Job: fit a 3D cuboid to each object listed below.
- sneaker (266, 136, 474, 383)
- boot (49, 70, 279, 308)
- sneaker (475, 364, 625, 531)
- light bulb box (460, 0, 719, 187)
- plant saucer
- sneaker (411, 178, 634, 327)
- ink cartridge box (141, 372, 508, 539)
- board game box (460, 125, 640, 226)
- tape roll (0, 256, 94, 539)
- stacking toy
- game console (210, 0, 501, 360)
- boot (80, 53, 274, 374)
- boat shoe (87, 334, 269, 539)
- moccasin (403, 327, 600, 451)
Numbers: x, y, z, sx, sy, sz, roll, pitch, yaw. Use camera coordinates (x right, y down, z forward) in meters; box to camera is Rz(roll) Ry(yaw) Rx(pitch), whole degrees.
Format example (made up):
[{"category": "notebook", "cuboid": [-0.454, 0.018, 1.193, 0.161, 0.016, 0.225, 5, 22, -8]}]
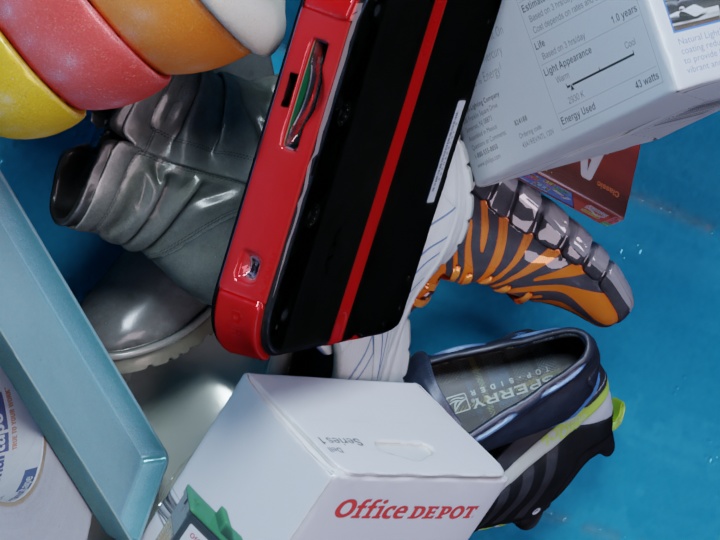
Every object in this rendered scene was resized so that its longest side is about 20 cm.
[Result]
[{"category": "sneaker", "cuboid": [0.000, 0.000, 1.478, 0.087, 0.074, 0.201, -19, 126, -61]}, {"category": "boot", "cuboid": [-0.056, -0.082, 1.407, 0.130, 0.068, 0.200, 36, 81, -30]}, {"category": "sneaker", "cuboid": [0.076, 0.126, 1.638, 0.200, 0.072, 0.083, -36, 125, -18]}, {"category": "light bulb box", "cuboid": [0.122, -0.170, 1.449, 0.124, 0.198, 0.201, -15, 86, -30]}, {"category": "plant saucer", "cuboid": [-0.149, 0.041, 1.393, 0.200, 0.019, 0.070, 61, 28, -30]}, {"category": "sneaker", "cuboid": [0.054, -0.005, 1.586, 0.200, 0.078, 0.112, 38, 88, -25]}, {"category": "ink cartridge box", "cuboid": [-0.038, 0.153, 1.469, 0.146, 0.084, 0.200, 7, 123, -51]}, {"category": "board game box", "cuboid": [0.069, -0.111, 1.535, 0.200, 0.019, 0.103, 27, 65, -26]}, {"category": "tape roll", "cuboid": [-0.202, 0.066, 1.361, 0.066, 0.201, 0.201, -15, 124, 20]}, {"category": "stacking toy", "cuboid": [-0.148, -0.112, 1.313, 0.200, 0.146, 0.146, -35, 125, 9]}, {"category": "game console", "cuboid": [0.001, -0.058, 1.362, 0.177, 0.031, 0.201, -12, 122, -65]}, {"category": "boot", "cuboid": [-0.101, -0.071, 1.451, 0.182, 0.072, 0.201, -41, 132, -35]}, {"category": "boat shoe", "cuboid": [-0.102, 0.098, 1.529, 0.200, 0.073, 0.062, -61, 170, -10]}, {"category": "moccasin", "cuboid": [0.035, 0.069, 1.571, 0.199, 0.081, 0.068, -24, 159, -15]}]
